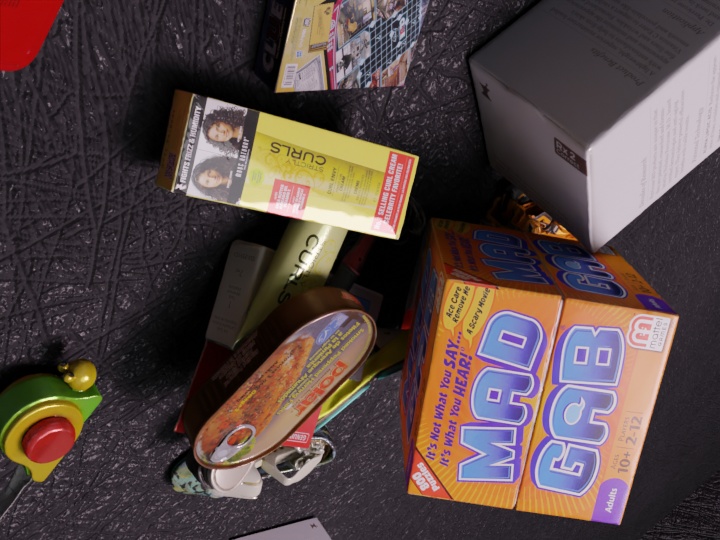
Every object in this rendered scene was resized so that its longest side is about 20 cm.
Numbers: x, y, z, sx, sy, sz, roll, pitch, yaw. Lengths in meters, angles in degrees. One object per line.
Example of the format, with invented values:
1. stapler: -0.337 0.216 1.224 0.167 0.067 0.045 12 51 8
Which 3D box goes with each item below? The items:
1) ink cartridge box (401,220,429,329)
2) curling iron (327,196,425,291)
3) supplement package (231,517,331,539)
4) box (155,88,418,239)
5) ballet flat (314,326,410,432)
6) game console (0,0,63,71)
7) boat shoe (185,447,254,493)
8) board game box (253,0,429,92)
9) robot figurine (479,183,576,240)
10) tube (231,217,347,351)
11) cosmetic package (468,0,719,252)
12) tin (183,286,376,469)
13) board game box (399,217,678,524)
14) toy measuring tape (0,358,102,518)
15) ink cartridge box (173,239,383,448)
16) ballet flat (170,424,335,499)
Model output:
1. ink cartridge box: 0.131 0.048 0.958 0.157 0.048 0.203 9 126 -4
2. curling iron: 0.000 0.000 0.808 0.201 0.049 0.026 -52 173 -25
3. supplement package: -0.111 0.462 1.109 0.149 0.152 0.202 1 125 -44
4. box: -0.053 -0.078 0.658 0.197 0.050 0.077 11 98 -32
5. ballet flat: 0.004 0.103 0.942 0.198 0.068 0.067 -31 174 -13
6. game console: -0.220 -0.222 0.434 0.202 0.118 0.172 -56 174 16
7. boat shoe: -0.104 0.133 0.868 0.201 0.056 0.067 -51 134 -26
8. board game box: 0.002 -0.234 0.630 0.134 0.035 0.203 -12 133 -38
9. robot figurine: 0.205 -0.035 1.010 0.198 0.058 0.146 9 118 -50
10. tube: -0.045 -0.016 0.737 0.057 0.052 0.203 25 90 -10
11. cosmetic package: 0.237 -0.167 0.821 0.199 0.165 0.166 -38 145 -7
12. tin: -0.071 0.095 0.738 0.200 0.042 0.112 -45 140 11
13. board game box: 0.151 0.085 0.808 0.196 0.200 0.204 8 108 -2
14. toy measuring tape: -0.287 0.149 0.694 0.201 0.074 0.073 -50 144 7
15. ink cartridge box: -0.069 0.083 0.811 0.199 0.044 0.180 22 83 -53
16. ballet flat: -0.109 0.213 0.936 0.197 0.074 0.075 -16 136 -34
